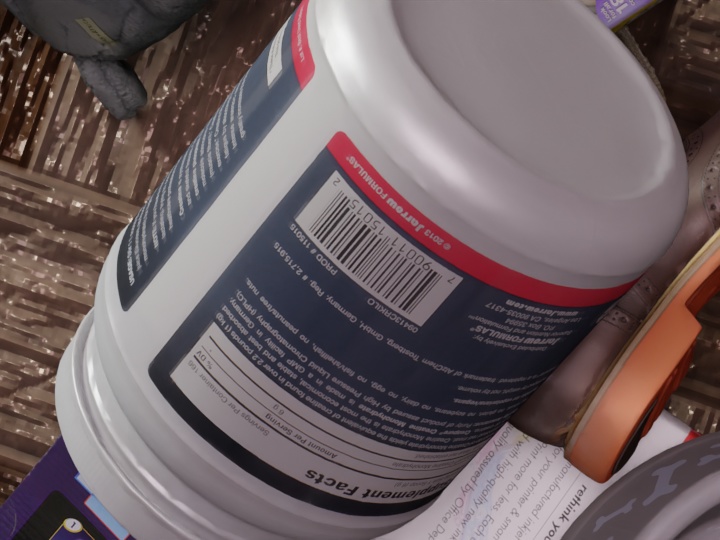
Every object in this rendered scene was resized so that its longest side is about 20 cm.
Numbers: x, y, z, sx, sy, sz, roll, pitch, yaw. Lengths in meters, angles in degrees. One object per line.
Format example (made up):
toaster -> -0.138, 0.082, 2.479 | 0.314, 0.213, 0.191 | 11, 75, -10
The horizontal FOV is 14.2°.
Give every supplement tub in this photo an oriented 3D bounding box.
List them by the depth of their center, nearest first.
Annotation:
supplement tub -> 0.000, 0.000, 0.955 | 0.140, 0.140, 0.200 | 46, 124, 8

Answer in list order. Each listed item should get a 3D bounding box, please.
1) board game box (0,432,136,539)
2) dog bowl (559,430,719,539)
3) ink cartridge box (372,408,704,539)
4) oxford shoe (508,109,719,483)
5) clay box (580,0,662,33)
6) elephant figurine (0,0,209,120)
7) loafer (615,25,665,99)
board game box -> -0.057, 0.154, 1.057 | 0.200, 0.057, 0.165 | 46, 118, 7
dog bowl -> 0.153, 0.150, 0.992 | 0.199, 0.059, 0.201 | 2, 81, -12
ink cartridge box -> 0.059, 0.085, 1.080 | 0.200, 0.067, 0.116 | 36, 89, 8
oxford shoe -> 0.111, -0.024, 1.039 | 0.073, 0.071, 0.200 | 31, 69, 11
clay box -> 0.083, -0.148, 1.039 | 0.200, 0.048, 0.115 | -34, 89, -15
elephant figurine -> -0.083, -0.192, 1.097 | 0.141, 0.155, 0.201 | 29, 57, -26
loafer -> 0.053, -0.110, 1.096 | 0.076, 0.067, 0.200 | -33, 99, 37
